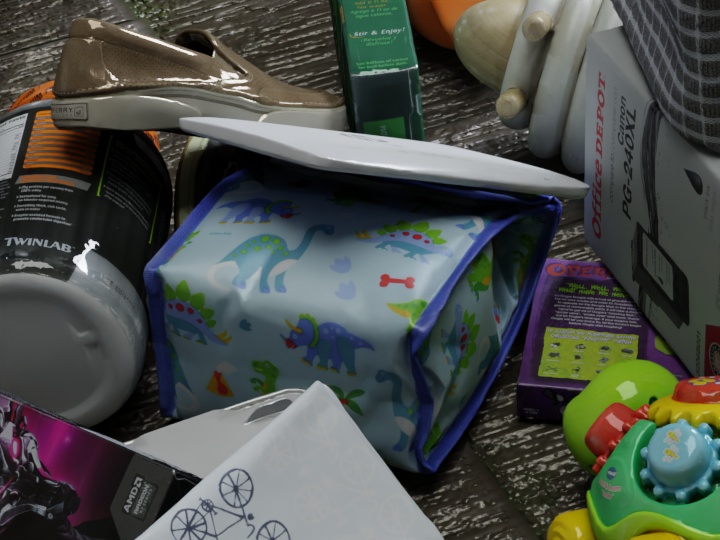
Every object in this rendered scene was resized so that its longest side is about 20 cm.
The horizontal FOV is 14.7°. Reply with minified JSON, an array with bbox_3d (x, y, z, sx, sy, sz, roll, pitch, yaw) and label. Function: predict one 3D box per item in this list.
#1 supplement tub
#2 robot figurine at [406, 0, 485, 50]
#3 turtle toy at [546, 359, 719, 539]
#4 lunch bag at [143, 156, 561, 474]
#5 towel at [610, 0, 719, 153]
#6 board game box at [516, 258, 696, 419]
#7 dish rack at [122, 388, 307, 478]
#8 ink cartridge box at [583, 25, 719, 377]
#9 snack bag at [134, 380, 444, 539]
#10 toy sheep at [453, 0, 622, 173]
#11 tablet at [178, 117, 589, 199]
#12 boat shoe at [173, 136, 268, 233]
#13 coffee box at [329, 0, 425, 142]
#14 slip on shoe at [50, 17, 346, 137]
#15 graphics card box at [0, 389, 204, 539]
[{"bbox_3d":[-0.170,-0.013,1.562,0.122,0.123,0.200,1,37,4],"label":"supplement tub"},{"bbox_3d":[0.068,-0.222,1.818,0.144,0.117,0.200,-4,46,-18],"label":"robot figurine"},{"bbox_3d":[0.165,0.101,1.392,0.145,0.101,0.200,-6,8,-23],"label":"turtle toy"},{"bbox_3d":[0.000,0.000,1.536,0.170,0.128,0.200,13,36,21],"label":"lunch bag"},{"bbox_3d":[0.175,-0.180,1.448,0.085,0.166,0.200,-11,36,-3],"label":"towel"},{"bbox_3d":[0.192,0.044,1.548,0.199,0.032,0.120,5,41,9],"label":"board game box"},{"bbox_3d":[-0.064,0.145,1.380,0.171,0.044,0.200,-19,48,-7],"label":"dish rack"},{"bbox_3d":[0.197,-0.030,1.504,0.083,0.145,0.200,-15,39,-17],"label":"ink cartridge box"},{"bbox_3d":[-0.016,0.177,1.290,0.189,0.021,0.200,-39,93,-36],"label":"snack bag"},{"bbox_3d":[0.152,-0.116,1.678,0.200,0.138,0.138,21,41,5],"label":"toy sheep"},{"bbox_3d":[0.014,-0.063,1.521,0.200,0.014,0.130,5,8,-41],"label":"tablet"},{"bbox_3d":[-0.068,-0.055,1.651,0.065,0.073,0.200,1,37,7],"label":"boat shoe"},{"bbox_3d":[0.009,-0.127,1.704,0.044,0.123,0.200,-7,39,-1],"label":"coffee box"},{"bbox_3d":[-0.087,-0.105,1.568,0.200,0.061,0.076,0,1,-39],"label":"slip on shoe"},{"bbox_3d":[-0.166,0.129,1.358,0.200,0.051,0.126,20,84,39],"label":"graphics card box"}]
